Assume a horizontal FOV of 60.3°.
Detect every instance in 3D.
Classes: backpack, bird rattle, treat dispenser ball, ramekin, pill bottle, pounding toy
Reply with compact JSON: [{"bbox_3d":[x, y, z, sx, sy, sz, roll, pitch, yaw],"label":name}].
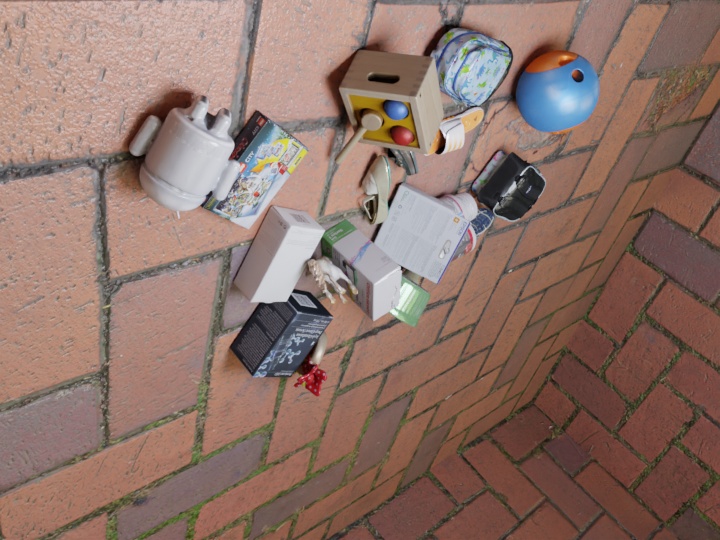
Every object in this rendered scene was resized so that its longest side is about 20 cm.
[{"bbox_3d":[0.231,-0.436,1.329,0.199,0.154,0.163,14,123,-42],"label":"backpack"},{"bbox_3d":[-0.138,0.230,1.623,0.200,0.112,0.164,158,-46,-75],"label":"bird rattle"},{"bbox_3d":[0.494,-0.446,1.558,0.200,0.201,0.201,-31,146,-24],"label":"treat dispenser ball"},{"bbox_3d":[0.092,0.056,1.660,0.098,0.200,0.200,-57,149,4],"label":"ramekin"},{"bbox_3d":[0.223,-0.068,1.755,0.199,0.111,0.111,-26,144,-30],"label":"pill bottle"},{"bbox_3d":[0.217,-0.138,1.667,0.199,0.109,0.109,-27,144,-29],"label":"pill bottle"},{"bbox_3d":[0.040,-0.303,1.203,0.184,0.199,0.143,65,44,-57],"label":"pounding toy"},{"bbox_3d":[0.430,-0.236,1.774,0.200,0.151,0.178,16,116,-49],"label":"backpack"}]

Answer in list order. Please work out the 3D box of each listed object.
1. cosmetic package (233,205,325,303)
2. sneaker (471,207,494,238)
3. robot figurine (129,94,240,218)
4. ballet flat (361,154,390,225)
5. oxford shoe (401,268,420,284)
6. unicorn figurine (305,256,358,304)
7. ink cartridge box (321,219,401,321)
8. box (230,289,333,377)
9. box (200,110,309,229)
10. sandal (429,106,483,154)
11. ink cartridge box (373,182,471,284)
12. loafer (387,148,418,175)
[{"bbox_3d":[-0.176,-0.030,1.338,0.113,0.081,0.200,5,123,-53],"label":"cosmetic package"},{"bbox_3d":[0.325,-0.110,1.884,0.200,0.077,0.085,-43,160,8],"label":"sneaker"},{"bbox_3d":[-0.281,-0.180,1.001,0.169,0.113,0.200,28,107,-19],"label":"robot figurine"},{"bbox_3d":[0.034,-0.180,1.442,0.069,0.069,0.200,-33,147,-21],"label":"ballet flat"},{"bbox_3d":[0.158,0.015,1.804,0.200,0.075,0.071,-39,149,-12],"label":"oxford shoe"},{"bbox_3d":[-0.073,0.014,1.407,0.074,0.138,0.200,-37,163,-6],"label":"unicorn figurine"},{"bbox_3d":[0.000,0.000,1.471,0.084,0.200,0.145,-32,146,-24],"label":"ink cartridge box"},{"bbox_3d":[-0.190,0.152,1.505,0.200,0.107,0.148,-54,149,14],"label":"box"},{"bbox_3d":[-0.202,-0.184,1.167,0.200,0.038,0.136,-51,149,7],"label":"box"},{"bbox_3d":[0.240,-0.338,1.512,0.206,0.059,0.079,-33,147,-22],"label":"sandal"},{"bbox_3d":[0.152,-0.092,1.563,0.200,0.199,0.041,-64,173,29],"label":"ink cartridge box"},{"bbox_3d":[0.077,-0.282,1.384,0.063,0.072,0.200,-25,141,3],"label":"loafer"}]
